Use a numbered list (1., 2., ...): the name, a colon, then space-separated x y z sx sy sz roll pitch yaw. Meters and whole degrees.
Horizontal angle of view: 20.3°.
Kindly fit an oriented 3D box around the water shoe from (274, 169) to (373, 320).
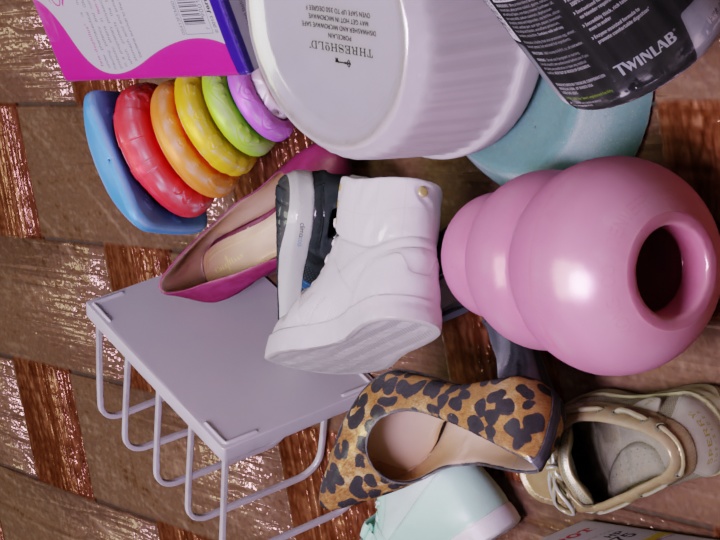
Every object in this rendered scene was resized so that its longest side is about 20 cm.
1. water shoe: -0.021 0.002 1.436 0.200 0.078 0.072 93 176 -60

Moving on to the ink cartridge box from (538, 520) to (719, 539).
1. ink cartridge box: 0.161 0.249 1.210 0.200 0.146 0.147 -1 104 56

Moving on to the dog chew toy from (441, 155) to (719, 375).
1. dog chew toy: 0.119 -0.006 1.183 0.200 0.124 0.125 6 110 59

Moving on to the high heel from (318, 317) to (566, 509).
1. high heel: 0.045 0.122 1.288 0.200 0.071 0.143 -43 28 20

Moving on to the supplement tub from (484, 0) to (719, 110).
1. supplement tub: 0.101 -0.193 1.051 0.200 0.123 0.122 50 155 -24

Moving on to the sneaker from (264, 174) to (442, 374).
1. sneaker: 0.000 0.000 1.317 0.200 0.073 0.116 -25 57 59

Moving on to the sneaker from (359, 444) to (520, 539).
1. sneaker: 0.024 0.167 1.443 0.200 0.074 0.119 -40 77 45

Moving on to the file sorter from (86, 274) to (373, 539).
1. file sorter: -0.103 0.103 1.552 0.200 0.138 0.125 42 139 39

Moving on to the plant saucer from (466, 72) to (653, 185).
1. plant saucer: 0.095 -0.134 1.229 0.199 0.036 0.201 25 123 45

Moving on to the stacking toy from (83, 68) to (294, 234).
1. stacking toy: -0.090 -0.117 1.453 0.199 0.110 0.117 -29 79 24

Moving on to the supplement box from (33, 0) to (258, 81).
1. supplement box: -0.135 -0.203 1.439 0.199 0.103 0.102 3 122 41

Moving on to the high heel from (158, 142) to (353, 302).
1. high heel: -0.076 -0.030 1.485 0.068 0.096 0.200 61 146 17

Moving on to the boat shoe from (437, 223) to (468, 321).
1. boat shoe: 0.038 0.001 1.359 0.200 0.070 0.067 -26 75 57

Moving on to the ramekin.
1. ramekin: 0.012 -0.160 1.217 0.202 0.094 0.204 24 122 46

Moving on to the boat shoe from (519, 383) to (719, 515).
1. boat shoe: 0.152 0.114 1.239 0.200 0.063 0.074 -15 91 57
